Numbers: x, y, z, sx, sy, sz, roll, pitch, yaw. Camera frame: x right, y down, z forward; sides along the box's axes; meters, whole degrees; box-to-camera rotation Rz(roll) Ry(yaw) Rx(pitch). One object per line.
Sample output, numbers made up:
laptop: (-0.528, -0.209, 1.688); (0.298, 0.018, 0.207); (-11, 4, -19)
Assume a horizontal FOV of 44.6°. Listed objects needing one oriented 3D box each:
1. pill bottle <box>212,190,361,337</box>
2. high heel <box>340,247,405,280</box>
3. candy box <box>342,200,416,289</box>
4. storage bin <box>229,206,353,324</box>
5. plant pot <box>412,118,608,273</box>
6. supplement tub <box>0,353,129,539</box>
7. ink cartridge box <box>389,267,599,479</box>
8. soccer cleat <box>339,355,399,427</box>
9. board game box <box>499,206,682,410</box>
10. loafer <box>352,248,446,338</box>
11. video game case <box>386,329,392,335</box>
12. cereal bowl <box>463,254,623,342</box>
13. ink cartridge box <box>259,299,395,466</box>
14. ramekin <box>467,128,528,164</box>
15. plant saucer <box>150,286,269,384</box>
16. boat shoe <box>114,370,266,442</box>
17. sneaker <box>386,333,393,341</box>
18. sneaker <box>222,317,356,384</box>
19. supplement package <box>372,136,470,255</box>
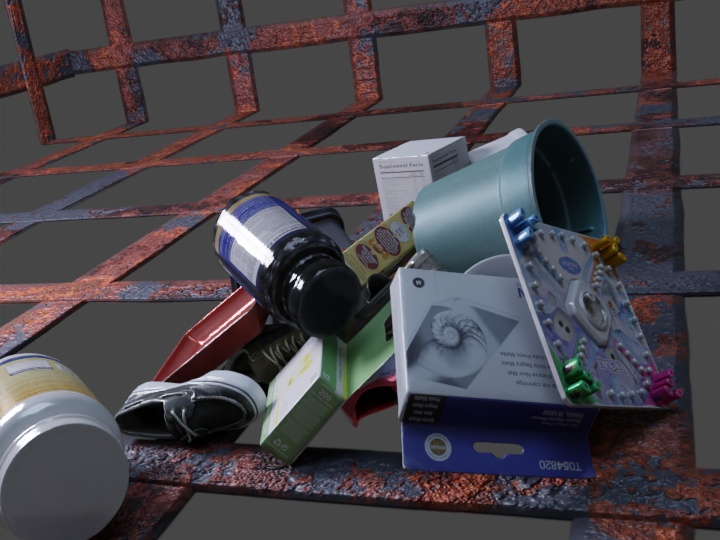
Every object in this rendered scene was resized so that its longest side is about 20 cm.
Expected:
pill bottle: (-0.086, -0.007, 1.021); (0.110, 0.114, 0.199); (-19, 36, -28)
high heel: (0.031, -0.010, 1.268); (0.195, 0.098, 0.067); (-10, 19, -6)
candy box: (0.000, 0.000, 1.167); (0.199, 0.056, 0.116); (-37, -7, -28)
storage bin: (-0.088, -0.006, 1.333); (0.196, 0.149, 0.134); (-17, 31, -21)
plant pot: (0.182, -0.062, 1.107); (0.193, 0.204, 0.199); (-15, 11, 39)
supplement tub: (-0.324, 0.180, 0.894); (0.142, 0.148, 0.199); (-19, 22, -28)
ink cartridge box: (0.129, 0.096, 0.852); (0.194, 0.041, 0.204); (5, 55, -11)
soccer cleat: (0.062, 0.112, 1.003); (0.196, 0.068, 0.077); (-25, 39, -1)
board game box: (0.238, 0.040, 0.891); (0.197, 0.204, 0.026); (10, -35, -43)
loafer: (0.028, 0.038, 1.081); (0.198, 0.071, 0.070); (-32, -1, 34)
video game case: (-0.007, 0.086, 1.198); (0.197, 0.023, 0.181); (-20, 22, -31)
cereal bowl: (0.178, 0.086, 0.949); (0.195, 0.084, 0.204); (6, 54, -8)
ink cartridge box: (-0.028, 0.100, 0.965); (0.201, 0.048, 0.146); (-49, 13, 14)
ramekin: (0.232, -0.109, 1.377); (0.095, 0.205, 0.201); (-17, 20, -1)
plant saucer: (-0.181, 0.081, 1.152); (0.199, 0.037, 0.200); (-39, 12, 17)
boat shoe: (-0.198, 0.167, 1.008); (0.196, 0.073, 0.071); (-11, 24, 30)
sneaker: (0.106, 0.067, 1.082); (0.195, 0.102, 0.075); (-10, 21, 2)
sneaker: (-0.095, 0.104, 1.084); (0.197, 0.068, 0.090); (-16, 26, 41)
supplement package: (0.108, -0.091, 1.353); (0.112, 0.205, 0.109); (3, 22, 39)
